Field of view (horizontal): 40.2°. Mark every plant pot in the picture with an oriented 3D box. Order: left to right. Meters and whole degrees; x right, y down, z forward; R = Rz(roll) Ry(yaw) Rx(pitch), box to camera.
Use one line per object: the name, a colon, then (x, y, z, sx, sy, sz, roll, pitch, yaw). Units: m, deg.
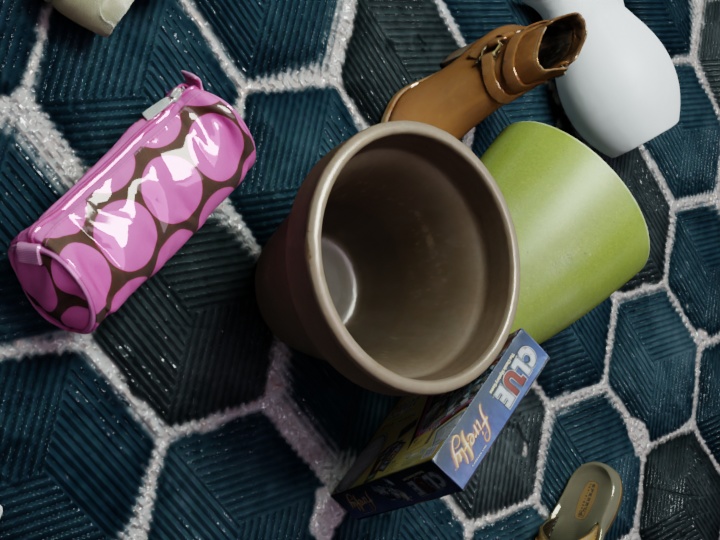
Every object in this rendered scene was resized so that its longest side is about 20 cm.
plant pot: (0.000, 0.000, 0.786, 0.198, 0.174, 0.204, 6, 79, -33)
plant pot: (0.131, 0.000, 0.909, 0.200, 0.186, 0.188, -43, 112, -18)

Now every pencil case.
pencil case: (-0.167, -0.052, 0.722, 0.201, 0.090, 0.094, -54, 152, -30)

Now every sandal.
sandal: (0.210, 0.273, 0.987, 0.054, 0.079, 0.202, 56, 49, -40)

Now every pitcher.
pitcher: (0.273, -0.238, 1.071, 0.171, 0.121, 0.202, -30, 93, -46)

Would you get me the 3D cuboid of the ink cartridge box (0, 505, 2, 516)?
ink cartridge box: (-0.280, 0.239, 0.581, 0.127, 0.124, 0.204, 8, 81, -37)

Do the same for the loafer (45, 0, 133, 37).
loafer: (-0.158, -0.250, 0.758, 0.200, 0.075, 0.069, -45, 114, -21)

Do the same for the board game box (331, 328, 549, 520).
board game box: (0.060, 0.131, 0.810, 0.035, 0.200, 0.136, 42, 61, -5)

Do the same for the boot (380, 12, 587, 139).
boot: (0.113, -0.159, 0.905, 0.200, 0.154, 0.077, -46, 113, -31)
